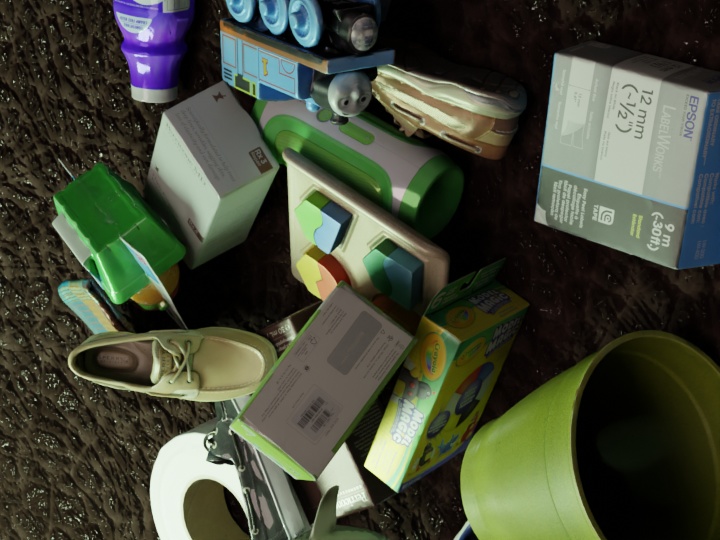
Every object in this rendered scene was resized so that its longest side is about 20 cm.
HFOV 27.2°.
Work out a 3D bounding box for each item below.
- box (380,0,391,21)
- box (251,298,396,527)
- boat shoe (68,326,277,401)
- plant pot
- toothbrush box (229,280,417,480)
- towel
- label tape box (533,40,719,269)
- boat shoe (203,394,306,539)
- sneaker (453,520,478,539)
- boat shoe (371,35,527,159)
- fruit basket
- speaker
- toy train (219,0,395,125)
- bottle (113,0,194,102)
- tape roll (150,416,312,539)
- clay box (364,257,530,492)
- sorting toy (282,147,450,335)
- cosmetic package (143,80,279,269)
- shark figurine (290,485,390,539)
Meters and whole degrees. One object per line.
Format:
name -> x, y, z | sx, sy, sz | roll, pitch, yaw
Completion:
box -> -0.043, -0.331, 1.319 | 0.199, 0.048, 0.159 | 34, 125, 27
box -> -0.038, 0.139, 1.459 | 0.100, 0.075, 0.201 | -27, 89, 42
boat shoe -> -0.180, 0.090, 1.423 | 0.198, 0.065, 0.073 | 3, 92, 9
plant pot -> 0.187, 0.169, 1.218 | 0.192, 0.199, 0.202 | -25, 88, 54
toothbrush box -> -0.037, 0.101, 1.300 | 0.086, 0.146, 0.200 | 38, 169, -2
towel -> -0.258, 0.068, 1.560 | 0.147, 0.022, 0.200 | 53, 165, -10
label tape box -> 0.240, -0.084, 1.156 | 0.199, 0.066, 0.145 | 22, 118, 35
boat shoe -> -0.120, 0.179, 1.467 | 0.070, 0.066, 0.201 | 111, 136, -78
sneaker -> 0.105, 0.268, 1.373 | 0.075, 0.088, 0.201 | 37, 127, 22
boat shoe -> 0.050, -0.149, 1.288 | 0.199, 0.075, 0.072 | 27, 122, 32
fruit basket -> -0.229, -0.001, 1.497 | 0.185, 0.093, 0.201 | 47, 163, 38
speaker -> -0.006, -0.103, 1.341 | 0.199, 0.088, 0.089 | 31, 123, 28
toy train -> -0.048, -0.194, 1.265 | 0.200, 0.086, 0.115 | 29, 127, 50
bottle -> -0.203, -0.268, 1.462 | 0.083, 0.065, 0.202 | 18, 116, 33
tape roll -> -0.130, 0.256, 1.577 | 0.201, 0.071, 0.204 | 14, 113, 35
clay box -> 0.080, 0.091, 1.315 | 0.047, 0.115, 0.201 | 36, 125, 24
sorting toy -> 0.000, 0.000, 1.342 | 0.184, 0.036, 0.201 | 34, 152, 25
cosmetic package -> -0.147, -0.087, 1.421 | 0.102, 0.074, 0.200 | 56, 160, 10
shark figurine -> -0.008, 0.277, 1.436 | 0.089, 0.213, 0.129 | 1, 75, 61
